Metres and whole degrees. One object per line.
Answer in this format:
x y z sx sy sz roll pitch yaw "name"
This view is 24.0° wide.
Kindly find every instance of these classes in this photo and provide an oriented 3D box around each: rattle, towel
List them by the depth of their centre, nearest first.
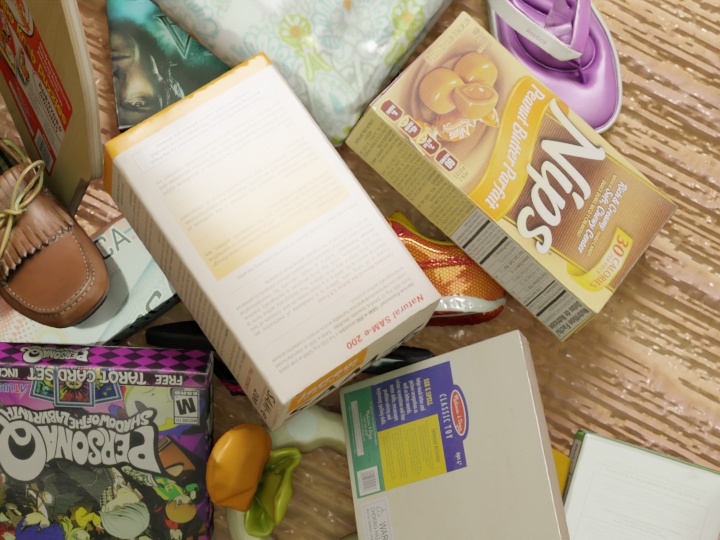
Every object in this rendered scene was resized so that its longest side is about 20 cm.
-0.003 0.175 1.105 0.130 0.143 0.200 -38 81 -20 "rattle"
-0.022 -0.212 1.139 0.171 0.048 0.201 37 86 4 "towel"

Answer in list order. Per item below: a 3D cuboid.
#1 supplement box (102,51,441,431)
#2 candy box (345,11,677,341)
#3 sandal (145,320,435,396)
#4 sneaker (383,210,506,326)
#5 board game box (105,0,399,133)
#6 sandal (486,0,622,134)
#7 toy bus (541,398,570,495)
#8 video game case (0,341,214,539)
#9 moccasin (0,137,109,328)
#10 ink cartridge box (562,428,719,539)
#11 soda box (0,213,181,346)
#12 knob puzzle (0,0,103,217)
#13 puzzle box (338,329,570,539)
-0.059 -0.019 1.073 0.125 0.074 0.201 -32 79 -18 "supplement box"
0.102 -0.064 1.131 0.200 0.055 0.116 42 58 1 "candy box"
-0.049 0.065 1.143 0.198 0.075 0.046 8 98 -2 "sandal"
0.000 0.000 1.152 0.198 0.073 0.078 -1 78 -9 "sneaker"
-0.076 -0.173 1.175 0.198 0.028 0.137 -7 86 0 "board game box"
0.124 -0.188 1.165 0.082 0.050 0.204 -19 87 -1 "sandal"
0.081 0.169 1.105 0.065 0.078 0.202 28 70 -32 "toy bus"
-0.195 0.133 1.115 0.198 0.036 0.183 3 117 0 "video game case"
-0.226 -0.039 1.099 0.073 0.078 0.202 -33 54 -3 "moccasin"
0.166 0.216 1.116 0.103 0.059 0.202 17 86 1 "ink cartridge box"
-0.164 0.008 1.148 0.199 0.064 0.069 -35 87 -1 "soda box"
-0.201 -0.149 1.087 0.030 0.219 0.222 -20 87 -24 "knob puzzle"
0.061 0.147 1.060 0.132 0.025 0.202 -19 60 18 "puzzle box"
